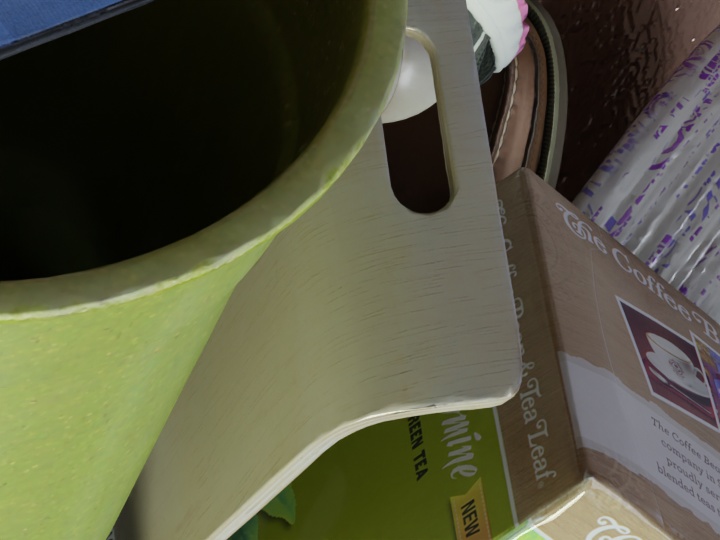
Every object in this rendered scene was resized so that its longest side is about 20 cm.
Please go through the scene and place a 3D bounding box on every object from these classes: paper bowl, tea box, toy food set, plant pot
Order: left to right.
[{"bbox_3d":[-0.103,-0.011,0.672,0.200,0.200,0.190,-34,155,-33],"label":"plant pot"},{"bbox_3d":[-0.020,0.002,0.751,0.060,0.144,0.200,2,156,-24],"label":"toy food set"},{"bbox_3d":[0.050,0.111,0.871,0.197,0.134,0.200,-38,126,24],"label":"tea box"},{"bbox_3d":[0.115,0.017,1.006,0.201,0.104,0.201,-52,174,-8],"label":"paper bowl"}]

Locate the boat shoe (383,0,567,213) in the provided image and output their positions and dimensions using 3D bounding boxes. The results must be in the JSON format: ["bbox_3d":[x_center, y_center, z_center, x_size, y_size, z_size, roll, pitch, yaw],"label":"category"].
[{"bbox_3d":[0.000,0.000,0.918,0.068,0.072,0.201,2,117,-57],"label":"boat shoe"}]

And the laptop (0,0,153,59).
[{"bbox_3d":[-0.066,-0.170,0.585,0.187,0.116,0.201,-27,128,-41],"label":"laptop"}]

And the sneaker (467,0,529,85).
[{"bbox_3d":[-0.028,-0.097,0.800,0.086,0.080,0.200,-44,142,3],"label":"sneaker"}]
